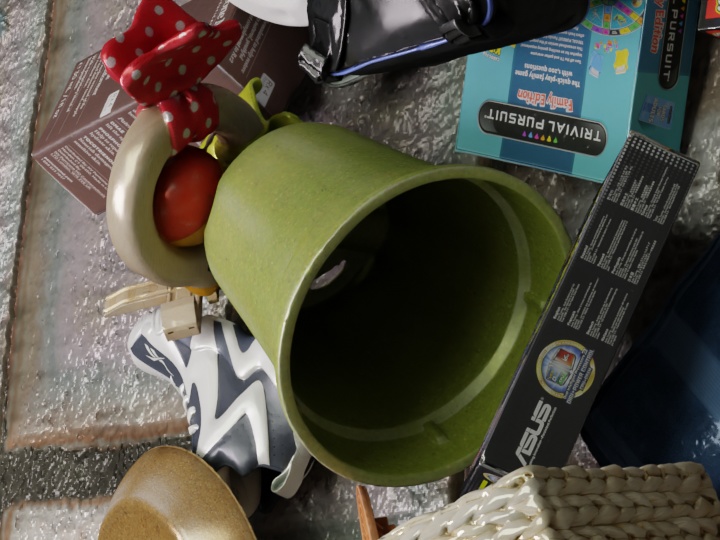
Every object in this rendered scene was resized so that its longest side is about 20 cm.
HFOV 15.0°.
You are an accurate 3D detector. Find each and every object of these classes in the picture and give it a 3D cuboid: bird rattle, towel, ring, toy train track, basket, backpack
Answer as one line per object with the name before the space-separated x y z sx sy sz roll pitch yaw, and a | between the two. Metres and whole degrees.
bird rattle | -0.098 -0.070 1.711 0.112 0.200 0.164 19 81 28
towel | 0.205 0.047 1.511 0.200 0.048 0.112 -54 45 20
ring | 0.023 0.222 1.583 0.200 0.019 0.201 171 90 -88
toy train track | -0.120 -0.024 1.839 0.114 0.033 0.200 -14 32 7
basket | 0.089 0.203 1.397 0.200 0.198 0.161 -28 71 32
backpack | 0.049 -0.224 1.577 0.183 0.147 0.201 -12 89 52

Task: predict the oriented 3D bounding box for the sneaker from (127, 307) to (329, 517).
sneaker | -0.095 0.101 1.797 0.199 0.079 0.130 9 75 39

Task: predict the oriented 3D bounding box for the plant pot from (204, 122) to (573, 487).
plant pot | 0.000 0.000 1.651 0.184 0.200 0.201 39 107 53

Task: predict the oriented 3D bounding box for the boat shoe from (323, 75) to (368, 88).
boat shoe | 0.040 -0.178 1.742 0.200 0.072 0.071 -43 23 43

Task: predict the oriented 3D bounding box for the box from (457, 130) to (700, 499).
box | 0.118 0.037 1.510 0.160 0.044 0.201 98 -163 -78

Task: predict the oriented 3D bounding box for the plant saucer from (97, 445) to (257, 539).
plant saucer | -0.121 0.214 1.763 0.200 0.035 0.201 21 116 52

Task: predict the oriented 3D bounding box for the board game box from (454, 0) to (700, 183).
board game box | 0.133 -0.158 1.630 0.151 0.047 0.201 16 102 50

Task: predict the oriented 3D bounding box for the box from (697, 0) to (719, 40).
box | 0.266 -0.231 1.545 0.137 0.040 0.201 -2 76 48

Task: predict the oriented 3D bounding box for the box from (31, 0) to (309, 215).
box | -0.129 -0.122 1.893 0.200 0.075 0.100 -22 34 40

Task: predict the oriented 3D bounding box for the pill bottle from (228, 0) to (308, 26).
pill bottle | -0.025 -0.269 1.785 0.113 0.113 0.200 3 58 48
